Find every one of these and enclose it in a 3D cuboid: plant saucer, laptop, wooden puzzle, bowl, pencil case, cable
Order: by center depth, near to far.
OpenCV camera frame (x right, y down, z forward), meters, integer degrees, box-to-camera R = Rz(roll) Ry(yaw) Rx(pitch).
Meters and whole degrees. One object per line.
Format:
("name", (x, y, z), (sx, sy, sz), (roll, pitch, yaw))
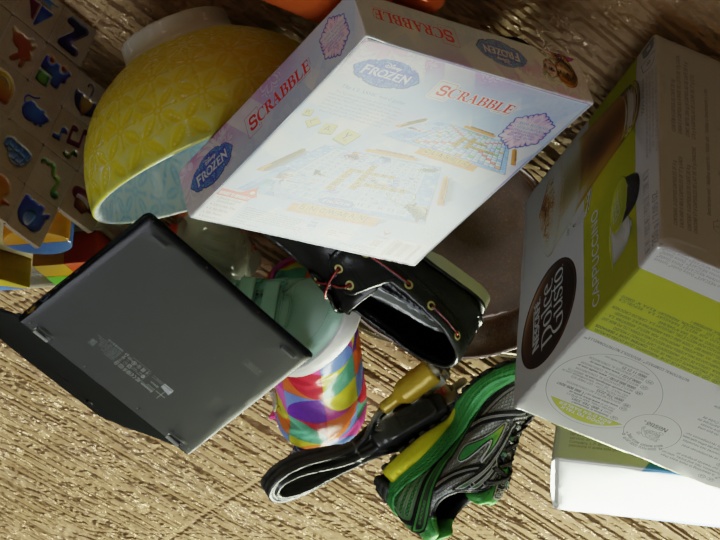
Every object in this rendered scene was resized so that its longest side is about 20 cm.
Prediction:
("bowl", (-0.112, -0.120, 1.595), (0.200, 0.108, 0.200), (-21, 170, -4))
("laptop", (-0.178, 0.041, 1.716), (0.200, 0.116, 0.187), (-38, 126, 14))
("plant saucer", (0.066, -0.023, 1.723), (0.200, 0.035, 0.201), (9, 126, 12))
("wooden puzzle", (-0.270, -0.024, 1.738), (0.185, 0.046, 0.200), (-3, 156, 16))
("pencil case", (-0.042, 0.073, 1.888), (0.088, 0.089, 0.200), (6, 143, 7))
("cable", (0.007, 0.137, 1.920), (0.200, 0.050, 0.097), (-27, 152, 0))

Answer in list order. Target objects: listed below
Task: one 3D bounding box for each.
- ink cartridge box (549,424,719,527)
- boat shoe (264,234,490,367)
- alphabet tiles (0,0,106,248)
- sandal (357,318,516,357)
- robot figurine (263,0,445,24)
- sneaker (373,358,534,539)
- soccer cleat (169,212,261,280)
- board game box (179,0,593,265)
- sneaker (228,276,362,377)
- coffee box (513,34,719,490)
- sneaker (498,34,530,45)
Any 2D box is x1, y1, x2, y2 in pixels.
("ink cartridge box", (0.227, 0.083, 1.723), (0.146, 0.200, 0.086), (6, 146, 8))
("boat shoe", (0.001, -0.001, 1.664), (0.201, 0.063, 0.074), (33, 149, -13))
("alphabet tiles", (-0.242, -0.121, 1.604), (0.008, 0.167, 0.200), (-6, 144, 46))
("sandal", (0.062, 0.028, 1.815), (0.200, 0.080, 0.054), (13, 169, -11))
("robot figurine", (-0.036, -0.224, 1.445), (0.200, 0.144, 0.117), (22, 109, -14))
("sneaker", (0.109, 0.147, 1.892), (0.200, 0.085, 0.078), (-45, 151, 13))
("soccer cleat", (-0.113, -0.026, 1.789), (0.077, 0.069, 0.200), (9, 152, -5))
("board game box", (0.016, -0.088, 1.504), (0.200, 0.041, 0.199), (12, 139, -39))
("sneaker", (-0.099, 0.032, 1.737), (0.200, 0.074, 0.118), (-11, 152, 42))
("coffee box", (0.237, 0.002, 1.554), (0.200, 0.200, 0.198), (21, 136, -15))
("sneaker", (0.065, -0.094, 1.617), (0.090, 0.067, 0.200), (44, 128, -18))
